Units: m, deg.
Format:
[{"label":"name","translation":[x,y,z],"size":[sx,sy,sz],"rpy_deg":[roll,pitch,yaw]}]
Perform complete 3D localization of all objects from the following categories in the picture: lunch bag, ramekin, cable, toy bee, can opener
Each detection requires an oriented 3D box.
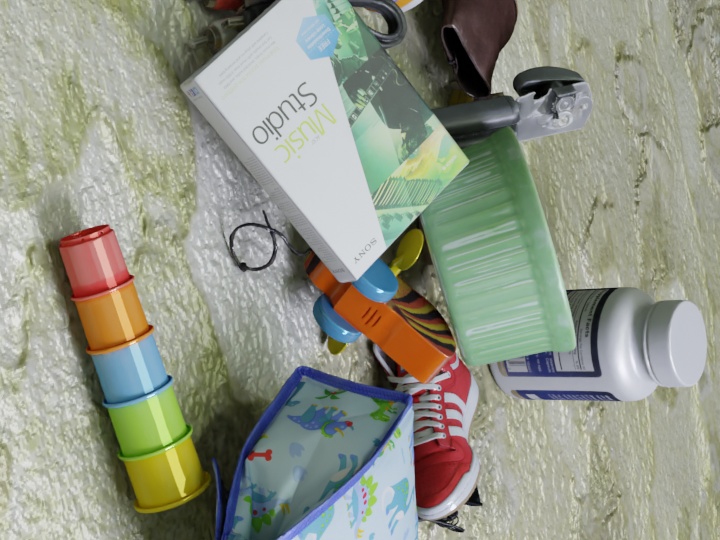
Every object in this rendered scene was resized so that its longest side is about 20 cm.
[{"label":"lunch bag","translation":[-0.043,0.202,0.969],"size":[0.200,0.126,0.171],"rpy_deg":[-55,148,-46]},{"label":"ramekin","translation":[0.112,-0.014,1.126],"size":[0.200,0.097,0.202],"rpy_deg":[-17,90,-86]},{"label":"cable","translation":[-0.054,-0.213,1.058],"size":[0.199,0.050,0.098],"rpy_deg":[-13,85,-40]},{"label":"toy bee","translation":[0.000,0.000,1.081],"size":[0.201,0.130,0.109],"rpy_deg":[55,24,-19]},{"label":"can opener","translation":[0.125,-0.148,1.225],"size":[0.198,0.067,0.054],"rpy_deg":[-12,134,-12]}]

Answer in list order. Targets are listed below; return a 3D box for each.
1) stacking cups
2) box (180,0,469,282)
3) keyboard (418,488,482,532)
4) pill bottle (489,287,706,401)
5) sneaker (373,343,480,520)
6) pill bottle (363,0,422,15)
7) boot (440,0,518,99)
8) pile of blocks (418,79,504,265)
[{"label":"stacking cups","translation":[-0.167,0.070,0.914],"size":[0.060,0.060,0.202],"rpy_deg":[-33,109,-46]},{"label":"box","translation":[-0.023,-0.112,1.004],"size":[0.144,0.036,0.200],"rpy_deg":[-46,108,-21]},{"label":"keyboard","translation":[0.038,0.184,1.180],"size":[0.199,0.039,0.105],"rpy_deg":[23,47,-47]},{"label":"pill bottle","translation":[0.235,0.073,1.286],"size":[0.111,0.199,0.112],"rpy_deg":[4,84,-50]},{"label":"sneaker","translation":[0.056,0.119,1.138],"size":[0.113,0.071,0.201],"rpy_deg":[62,19,-26]},{"label":"pill bottle","translation":[-0.019,-0.306,1.074],"size":[0.199,0.111,0.113],"rpy_deg":[29,65,-45]},{"label":"boot","translation":[0.102,-0.287,1.234],"size":[0.201,0.072,0.167],"rpy_deg":[61,33,-39]},{"label":"pile of blocks","translation":[0.104,-0.102,1.247],"size":[0.082,0.062,0.202],"rpy_deg":[21,71,-48]}]
